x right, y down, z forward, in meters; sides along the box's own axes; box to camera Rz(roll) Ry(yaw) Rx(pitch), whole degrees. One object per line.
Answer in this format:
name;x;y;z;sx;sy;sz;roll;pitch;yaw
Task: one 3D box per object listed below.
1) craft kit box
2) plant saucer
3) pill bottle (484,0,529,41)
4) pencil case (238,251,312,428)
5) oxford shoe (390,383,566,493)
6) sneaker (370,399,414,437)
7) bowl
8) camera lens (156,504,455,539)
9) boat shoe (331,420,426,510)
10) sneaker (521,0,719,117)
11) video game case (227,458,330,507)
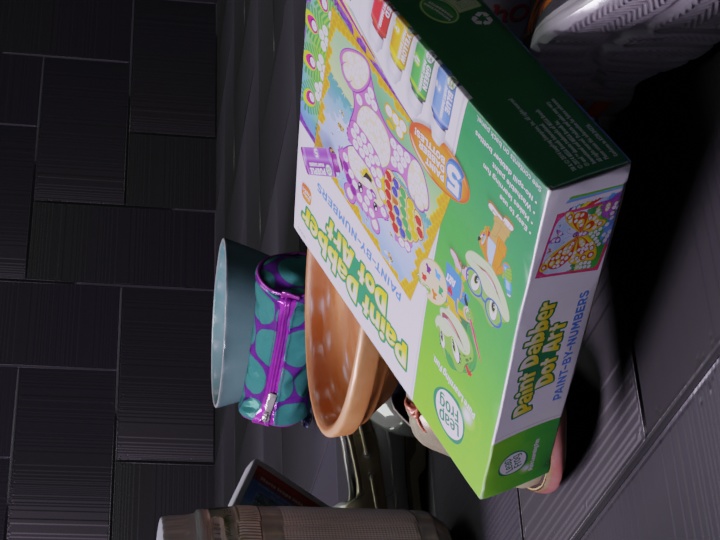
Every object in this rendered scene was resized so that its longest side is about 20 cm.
craft kit box;0.034;-0.032;0.698;0.200;0.048;0.199;54;155;37
plant saucer;0.000;0.000;0.921;0.200;0.037;0.202;-177;90;-79
pill bottle;0.063;-0.171;0.813;0.201;0.108;0.109;103;166;-48
pencil case;-0.083;0.079;1.658;0.093;0.084;0.201;-73;-6;-55
oxford shoe;0.062;0.084;0.835;0.200;0.074;0.071;162;111;-80
sneaker;0.027;0.030;1.080;0.201;0.070;0.081;-97;16;-47
bowl;-0.120;0.066;1.822;0.201;0.104;0.203;-176;90;-80
camera lens;-0.033;0.234;0.983;0.160;0.198;0.162;-177;90;-80
boat shoe;0.010;0.184;1.127;0.075;0.068;0.202;121;150;-70
sneaker;0.103;-0.140;0.659;0.200;0.077;0.113;147;124;-78
video game case;-0.057;0.251;1.113;0.017;0.142;0.201;-47;12;44
